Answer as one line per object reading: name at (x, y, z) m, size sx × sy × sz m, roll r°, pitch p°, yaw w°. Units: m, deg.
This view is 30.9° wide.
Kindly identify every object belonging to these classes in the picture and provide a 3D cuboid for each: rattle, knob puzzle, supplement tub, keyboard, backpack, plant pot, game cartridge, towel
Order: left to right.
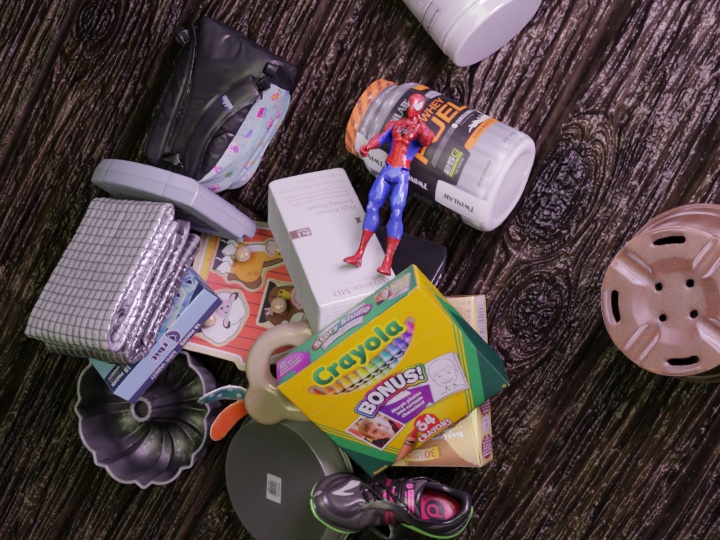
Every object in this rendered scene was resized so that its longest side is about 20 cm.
towel at (-0.297, 0.013, 1.577) m, size 0.165 × 0.086 × 0.201 m, roll 5°, pitch 63°, yaw 41°
game cartridge at (-0.236, -0.089, 1.607) m, size 0.200 × 0.133 × 0.041 m, roll 15°, pitch 80°, yaw 41°
backpack at (-0.174, -0.192, 1.611) m, size 0.167 × 0.126 × 0.200 m, roll 35°, pitch 103°, yaw 32°
knob puzzle at (-0.121, 0.028, 1.613) m, size 0.219 × 0.030 × 0.221 m, roll -2°, pitch 74°, yaw 8°
rattle at (-0.091, 0.118, 1.578) m, size 0.130 × 0.143 × 0.200 m, roll 39°, pitch 123°, yaw -21°
keyboard at (0.000, 0.000, 1.565) m, size 0.200 × 0.021 × 0.127 m, roll 19°, pitch 67°, yaw 31°
supplement tub at (0.090, -0.138, 1.506) m, size 0.200 × 0.122 × 0.123 m, roll 27°, pitch 101°, yaw 19°
supplement tub at (0.100, -0.350, 1.492) m, size 0.132 × 0.132 × 0.200 m, roll -41°, pitch 77°, yaw 18°
plant pot at (0.344, 0.029, 1.365) m, size 0.200 × 0.198 × 0.201 m, roll 1°, pitch 93°, yaw 23°

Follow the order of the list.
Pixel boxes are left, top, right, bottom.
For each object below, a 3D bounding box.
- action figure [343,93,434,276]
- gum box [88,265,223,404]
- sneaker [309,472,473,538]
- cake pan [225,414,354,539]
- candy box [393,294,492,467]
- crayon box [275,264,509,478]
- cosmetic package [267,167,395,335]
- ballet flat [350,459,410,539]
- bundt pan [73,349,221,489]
action figure at (0.029, -0.101, 1.410) m, size 0.065 × 0.099 × 0.201 m, roll 16°, pitch 88°, yaw 19°
gum box at (-0.287, 0.041, 1.638) m, size 0.170 × 0.045 × 0.200 m, roll -48°, pitch 50°, yaw 2°
sneaker at (0.038, 0.264, 1.515) m, size 0.199 × 0.084 × 0.077 m, roll 6°, pitch 59°, yaw -16°
cake pan at (-0.093, 0.263, 1.607) m, size 0.200 × 0.037 × 0.201 m, roll 10°, pitch 106°, yaw 36°
candy box at (0.092, 0.130, 1.547) m, size 0.115 × 0.055 × 0.201 m, roll -3°, pitch 89°, yaw 22°
crayon box at (0.035, 0.116, 1.457) m, size 0.200 × 0.058 × 0.173 m, roll -36°, pitch 119°, yaw 15°
cosmetic package at (-0.034, -0.021, 1.516) m, size 0.101 × 0.074 × 0.200 m, roll -14°, pitch 50°, yaw -16°
ballet flat at (-0.015, 0.251, 1.593) m, size 0.200 × 0.057 × 0.067 m, roll 38°, pitch 109°, yaw 18°
bundt pan at (-0.266, 0.175, 1.684) m, size 0.201 × 0.076 × 0.203 m, roll 1°, pitch 92°, yaw 22°
